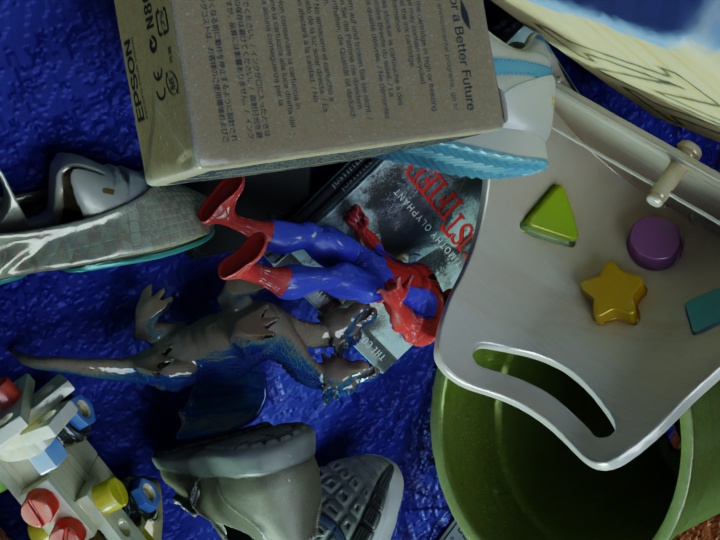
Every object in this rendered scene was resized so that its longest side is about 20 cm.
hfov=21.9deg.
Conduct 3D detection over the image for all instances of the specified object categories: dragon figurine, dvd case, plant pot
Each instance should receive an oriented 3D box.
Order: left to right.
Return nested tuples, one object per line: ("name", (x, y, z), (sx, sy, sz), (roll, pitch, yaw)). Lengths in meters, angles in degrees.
("dragon figurine", (-0.085, 0.054, 1.034), (0.200, 0.059, 0.099), (-18, 143, -1))
("dvd case", (0.050, -0.043, 1.089), (0.200, 0.022, 0.146), (-43, 140, 0))
("plant pot", (0.179, 0.095, 1.187), (0.190, 0.200, 0.200), (-1, 122, -47))

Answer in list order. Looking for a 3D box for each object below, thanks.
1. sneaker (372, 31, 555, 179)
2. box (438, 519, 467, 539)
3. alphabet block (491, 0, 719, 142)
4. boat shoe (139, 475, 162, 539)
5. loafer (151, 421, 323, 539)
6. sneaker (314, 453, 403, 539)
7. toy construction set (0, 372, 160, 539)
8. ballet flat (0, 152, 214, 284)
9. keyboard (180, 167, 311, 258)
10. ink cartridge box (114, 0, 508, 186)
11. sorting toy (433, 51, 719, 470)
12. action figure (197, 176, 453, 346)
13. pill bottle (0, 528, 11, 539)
("sneaker", (0.009, -0.106, 0.977), (0.200, 0.076, 0.081), (13, 77, -23))
("box", (0.145, 0.242, 1.296), (0.200, 0.117, 0.060), (24, 108, -42))
("alphabet block", (0.200, -0.178, 0.965), (0.200, 0.196, 0.196), (28, 93, -42))
("boat shoe", (-0.136, 0.212, 1.129), (0.063, 0.073, 0.201), (-18, 121, -15))
("loafer", (-0.068, 0.125, 1.040), (0.075, 0.200, 0.070), (-14, 89, -14))
("sneaker", (-0.017, 0.196, 1.204), (0.087, 0.075, 0.200), (-5, 130, -44))
("toy construction set", (-0.154, 0.136, 0.986), (0.092, 0.131, 0.200), (-15, 113, 16))
("ballet flat", (-0.165, -0.028, 0.947), (0.200, 0.067, 0.062), (-14, 116, -22))
("keyboard", (-0.040, -0.102, 1.006), (0.127, 0.021, 0.200), (-12, 127, -24))
("ink cartridge box", (-0.032, -0.150, 0.876), (0.165, 0.075, 0.200), (-9, 89, -28))
("sorting toy", (0.137, 0.011, 1.031), (0.180, 0.200, 0.107), (-53, 160, -13))
("action figure", (0.000, 0.000, 1.017), (0.052, 0.065, 0.200), (-42, 143, 20))
("pill bottle", (-0.227, 0.196, 1.030), (0.112, 0.112, 0.200), (-36, 132, -6))
